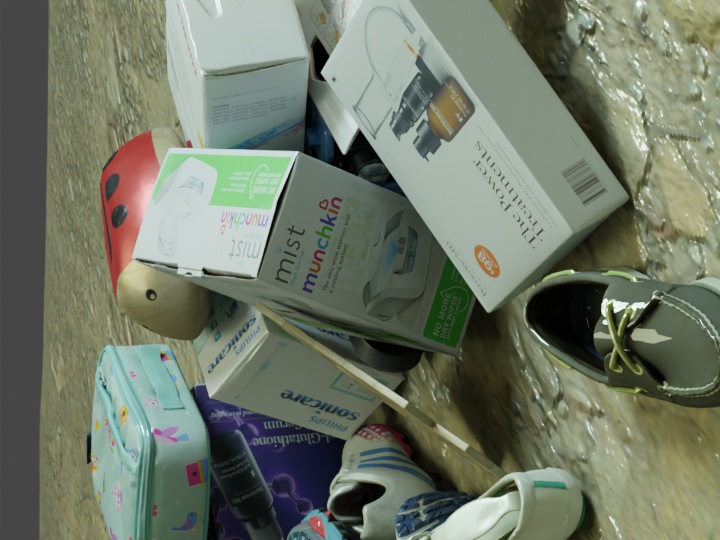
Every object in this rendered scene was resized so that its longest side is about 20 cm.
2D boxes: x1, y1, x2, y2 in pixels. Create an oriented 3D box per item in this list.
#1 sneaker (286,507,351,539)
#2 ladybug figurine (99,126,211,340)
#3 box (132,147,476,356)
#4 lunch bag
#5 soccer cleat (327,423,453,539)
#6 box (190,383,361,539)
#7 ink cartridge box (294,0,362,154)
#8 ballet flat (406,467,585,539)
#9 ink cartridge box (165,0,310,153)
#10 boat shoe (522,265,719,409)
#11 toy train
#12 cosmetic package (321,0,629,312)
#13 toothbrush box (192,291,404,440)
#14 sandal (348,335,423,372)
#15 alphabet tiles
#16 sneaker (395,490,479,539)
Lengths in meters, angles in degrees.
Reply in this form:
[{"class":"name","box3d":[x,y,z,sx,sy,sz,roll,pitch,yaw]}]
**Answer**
[{"class":"sneaker","box3d":[-0.035,0.244,1.328,0.079,0.095,0.200,65,169,-18]},{"class":"ladybug figurine","box3d":[-0.166,-0.031,1.418,0.136,0.072,0.200,100,161,-46]},{"class":"box","box3d":[-0.039,-0.014,1.276,0.200,0.176,0.097,8,78,59]},{"class":"lunch bag","box3d":[-0.186,0.156,1.539,0.200,0.077,0.161,-130,39,-59]},{"class":"soccer cleat","box3d":[0.006,0.168,1.417,0.200,0.086,0.070,-154,62,-69]},{"class":"box","box3d":[-0.075,0.203,1.575,0.104,0.148,0.200,126,135,-62]},{"class":"ink cartridge box","box3d":[0.012,-0.203,1.310,0.176,0.045,0.200,-64,30,26]},{"class":"ballet flat","box3d":[0.058,0.188,1.162,0.200,0.069,0.070,-42,48,30]},{"class":"ink cartridge box","box3d":[-0.097,-0.156,1.366,0.200,0.085,0.148,101,155,-61]},{"class":"boat shoe","box3d":[0.154,0.036,0.980,0.202,0.060,0.072,-159,66,-70]},{"class":"toy train","box3d":[-0.016,-0.128,1.433,0.114,0.087,0.200,95,160,-51]},{"class":"cosmetic package","box3d":[0.066,-0.087,1.115,0.200,0.052,0.151,55,158,8]},{"class":"toothbrush box","box3d":[-0.067,0.029,1.481,0.085,0.146,0.200,-48,40,26]},{"class":"sandal","box3d":[0.001,0.000,1.432,0.200,0.076,0.043,55,139,40]},{"class":"alphabet tiles","box3d":[0.032,0.098,1.233,0.200,0.167,0.008,32,84,43]},{"class":"sneaker","box3d":[0.073,0.238,1.252,0.200,0.077,0.085,-117,25,-50]}]
